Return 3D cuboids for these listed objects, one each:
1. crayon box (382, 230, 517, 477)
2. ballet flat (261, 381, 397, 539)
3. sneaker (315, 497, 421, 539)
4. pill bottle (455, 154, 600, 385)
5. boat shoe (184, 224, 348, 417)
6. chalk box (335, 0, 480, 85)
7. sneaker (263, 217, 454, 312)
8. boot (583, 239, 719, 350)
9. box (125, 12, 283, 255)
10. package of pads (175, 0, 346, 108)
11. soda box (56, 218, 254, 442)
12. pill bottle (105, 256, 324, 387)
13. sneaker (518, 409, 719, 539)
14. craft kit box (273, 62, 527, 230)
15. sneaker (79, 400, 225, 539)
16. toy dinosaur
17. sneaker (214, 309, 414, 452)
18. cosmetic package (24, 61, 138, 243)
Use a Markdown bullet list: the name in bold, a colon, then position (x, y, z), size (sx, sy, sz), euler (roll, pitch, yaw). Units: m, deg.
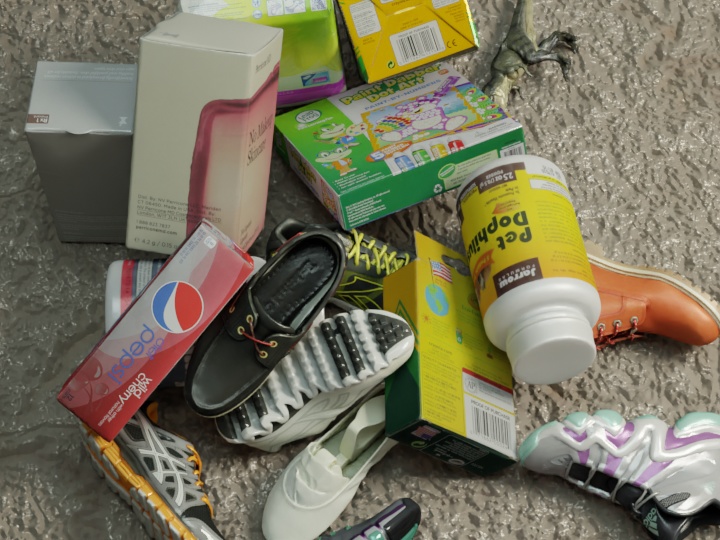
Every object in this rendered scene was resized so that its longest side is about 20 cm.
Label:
- **crayon box**: position (0.082, 0.076, 1.658), size (0.126, 0.051, 0.201), euler (26, 49, -34)
- **ballet flat**: position (-0.018, 0.166, 1.631), size (0.069, 0.070, 0.200), euler (37, 65, 21)
- **sneaker**: position (-0.038, 0.253, 1.574), size (0.087, 0.075, 0.200), euler (37, 65, 27)
- **pill bottle**: position (0.157, 0.001, 1.655), size (0.108, 0.110, 0.201), euler (-8, 56, -6)
- **boat shoe**: position (-0.087, 0.044, 1.586), size (0.074, 0.063, 0.202), euler (40, 87, -1)
- **chalk box**: position (0.040, -0.269, 1.840), size (0.124, 0.200, 0.125), euler (-18, 99, 0)
- **sneaker**: position (0.000, 0.000, 1.724), size (0.198, 0.085, 0.075), euler (7, 58, 4)
- **boot**: position (0.246, 0.046, 1.711), size (0.199, 0.075, 0.108), euler (19, 62, 21)
- **box**: position (-0.143, -0.123, 1.660), size (0.108, 0.202, 0.128), euler (10, 20, 7)
- **package of pads**: position (-0.098, -0.228, 1.794), size (0.153, 0.200, 0.069), euler (-6, 69, 1)
- **soda box**: position (-0.178, 0.051, 1.577), size (0.063, 0.070, 0.200), euler (39, 93, -7)
- **pill bottle**: position (-0.133, 0.047, 1.673), size (0.198, 0.120, 0.120), euler (-2, 58, -1)
- **sneaker**: position (0.245, 0.200, 1.605), size (0.198, 0.078, 0.141), euler (-4, 57, -2)
- **craft kit box**: position (0.035, -0.130, 1.784), size (0.199, 0.049, 0.198), euler (-22, 30, -14)
- **sneaker**: position (-0.171, 0.191, 1.610), size (0.077, 0.079, 0.200), euler (-31, 62, -24)
- **toy dinosaur**: position (0.183, -0.232, 1.898), size (0.087, 0.048, 0.201), euler (9, 55, 13)
- **sneaker**: position (-0.033, 0.102, 1.626), size (0.199, 0.081, 0.076), euler (-29, 52, 17)
- **cosmetic package**: position (-0.250, -0.110, 1.723), size (0.106, 0.201, 0.091), euler (3, 57, 1)
